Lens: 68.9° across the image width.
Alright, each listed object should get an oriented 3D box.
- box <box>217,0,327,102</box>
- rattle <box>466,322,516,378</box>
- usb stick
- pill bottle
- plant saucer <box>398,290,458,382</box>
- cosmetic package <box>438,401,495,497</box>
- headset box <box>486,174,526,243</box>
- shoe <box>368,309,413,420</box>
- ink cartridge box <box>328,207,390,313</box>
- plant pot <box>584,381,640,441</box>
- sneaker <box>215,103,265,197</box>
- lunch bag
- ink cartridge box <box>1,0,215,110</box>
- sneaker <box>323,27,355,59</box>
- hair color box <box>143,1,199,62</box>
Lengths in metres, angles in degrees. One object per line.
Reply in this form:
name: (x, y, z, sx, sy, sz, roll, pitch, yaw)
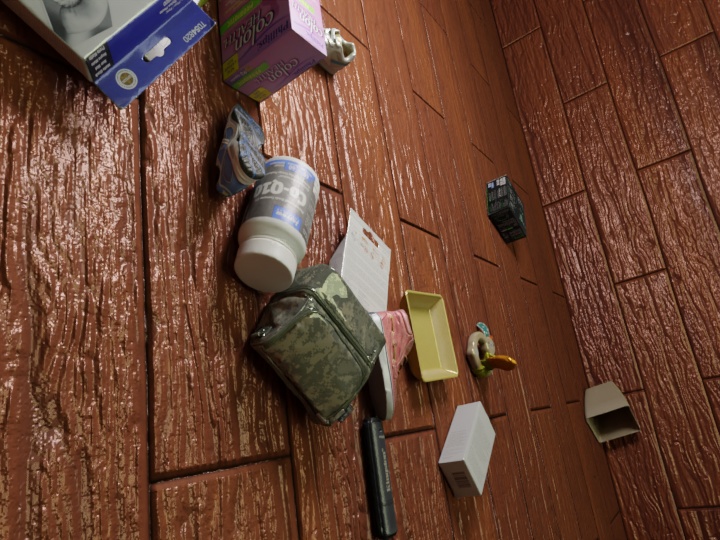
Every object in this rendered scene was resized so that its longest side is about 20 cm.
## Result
box: (-0.162, -0.446, 0.937, 0.095, 0.172, 0.208, 13, 64, -53)
rattle: (0.388, 0.210, 1.510, 0.132, 0.143, 0.199, 51, 38, 4)
usb stick: (0.035, 0.375, 0.957, 0.055, 0.032, 0.208, 16, 61, -52)
pill bottle: (-0.134, -0.075, 0.849, 0.114, 0.111, 0.206, 43, 41, -37)
plant saucer: (0.155, 0.158, 1.245, 0.197, 0.047, 0.208, 10, 66, -56)
cosmetic package: (0.256, 0.420, 1.247, 0.104, 0.070, 0.200, 62, 33, -13)
headset box: (0.584, -0.237, 2.087, 0.200, 0.090, 0.179, 44, 40, -38)
shoe: (0.063, 0.180, 1.023, 0.088, 0.071, 0.209, -5, 85, -29)
ink cartridge box: (0.000, 0.000, 1.089, 0.161, 0.049, 0.206, 43, 38, -38)
plant pot: (1.159, 0.647, 2.459, 0.201, 0.195, 0.180, 50, 27, -29)
sneaker: (-0.202, -0.199, 0.851, 0.075, 0.076, 0.204, 40, 26, -34)
lunch bag: (-0.071, 0.121, 0.837, 0.203, 0.137, 0.169, 54, 51, -24)
ink cartridge box: (-0.312, -0.343, 0.659, 0.199, 0.040, 0.202, 41, 63, -14)
sneaker: (-0.088, -0.516, 1.181, 0.197, 0.079, 0.080, 1, 74, -56)
hair color box: (-0.297, -0.392, 0.754, 0.099, 0.059, 0.206, 39, 61, -41)
